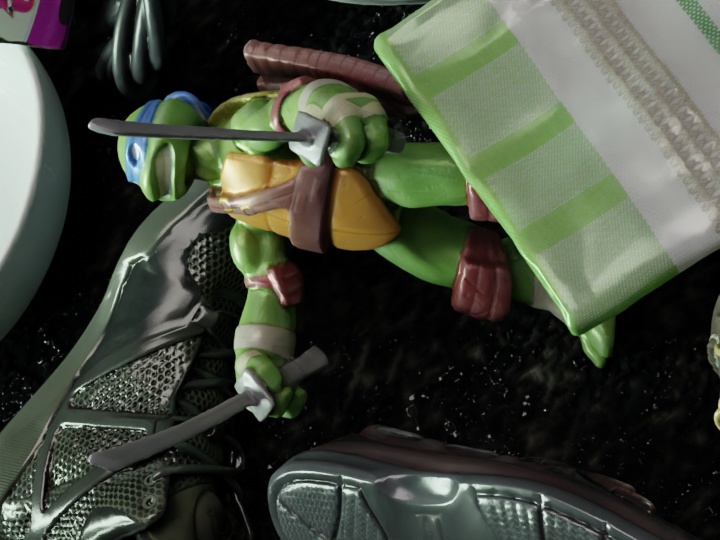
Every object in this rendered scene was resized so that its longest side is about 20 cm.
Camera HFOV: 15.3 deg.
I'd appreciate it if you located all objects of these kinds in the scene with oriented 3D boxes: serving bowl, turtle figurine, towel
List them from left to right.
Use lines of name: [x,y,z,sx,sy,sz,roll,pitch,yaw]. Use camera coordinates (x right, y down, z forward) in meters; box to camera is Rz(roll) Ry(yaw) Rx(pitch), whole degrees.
serving bowl: [-0.205,-0.022,1.205,0.199,0.066,0.201,-14,61,27]
turtle figurine: [0.000,0.000,0.975,0.193,0.200,0.145,6,106,1]
towel: [0.116,-0.087,0.890,0.200,0.031,0.149,-35,55,2]

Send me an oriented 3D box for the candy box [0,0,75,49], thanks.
candy box: [-0.164,-0.205,1.200,0.200,0.061,0.137,-117,38,-55]

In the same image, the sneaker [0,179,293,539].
sneaker: [-0.066,0.052,1.075,0.114,0.076,0.200,38,93,37]

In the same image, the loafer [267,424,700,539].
loafer: [0.059,0.091,0.980,0.199,0.072,0.063,11,34,35]

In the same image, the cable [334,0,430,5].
cable: [0.005,-0.203,1.070,0.199,0.069,0.201,-18,76,-20]

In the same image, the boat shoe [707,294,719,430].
boat shoe: [0.146,0.038,0.884,0.072,0.200,0.060,41,85,-5]

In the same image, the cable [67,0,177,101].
cable: [-0.100,-0.167,1.187,0.200,0.051,0.164,-134,49,-59]
